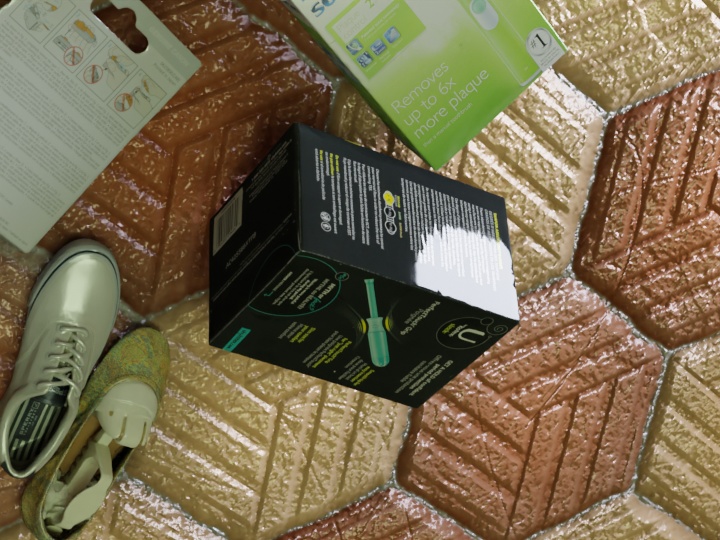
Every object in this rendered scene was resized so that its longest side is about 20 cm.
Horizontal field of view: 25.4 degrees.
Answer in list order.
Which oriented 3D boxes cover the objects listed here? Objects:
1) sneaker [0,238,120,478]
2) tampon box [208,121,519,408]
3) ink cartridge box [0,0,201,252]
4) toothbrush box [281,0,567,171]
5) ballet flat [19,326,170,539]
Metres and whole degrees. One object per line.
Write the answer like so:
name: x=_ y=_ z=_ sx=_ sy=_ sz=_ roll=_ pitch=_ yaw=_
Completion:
sneaker: x=-0.237 y=0.075 z=1.265 sx=0.073 sy=0.071 sz=0.201 roll=14 pitch=107 yaw=-25
tampon box: x=0.000 y=0.000 z=1.259 sx=0.199 sy=0.127 sz=0.150 roll=19 pitch=139 yaw=-27
ink cartridge box: x=-0.238 y=-0.130 z=1.171 sx=0.200 sy=0.057 sz=0.163 roll=-50 pitch=137 yaw=-4
toothbrush box: x=0.041 y=-0.203 z=1.244 sx=0.146 sy=0.086 sz=0.200 roll=-42 pitch=118 yaw=0
ballet flat: x=-0.210 y=0.142 z=1.307 sx=0.071 sy=0.071 sz=0.200 roll=30 pitch=99 yaw=-28
